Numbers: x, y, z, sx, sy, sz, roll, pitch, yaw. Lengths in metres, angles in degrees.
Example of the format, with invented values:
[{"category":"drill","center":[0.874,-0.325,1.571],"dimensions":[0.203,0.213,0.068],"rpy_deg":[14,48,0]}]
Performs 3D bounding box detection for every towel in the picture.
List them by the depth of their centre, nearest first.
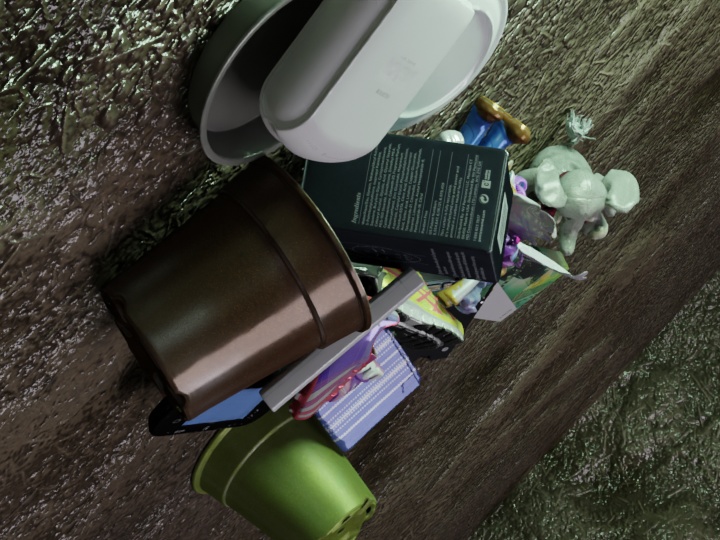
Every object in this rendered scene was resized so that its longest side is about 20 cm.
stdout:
[{"category":"towel","center":[-0.017,0.119,1.861],"dimensions":[0.145,0.024,0.201],"rpy_deg":[-42,123,-14]}]

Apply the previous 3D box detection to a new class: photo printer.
[{"category":"photo printer","center":[0.001,-0.185,1.306],"dimensions":[0.200,0.069,0.166],"rpy_deg":[-52,159,10]}]

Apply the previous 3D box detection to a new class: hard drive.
[{"category":"hard drive","center":[-0.022,0.072,1.534],"dimensions":[0.200,0.027,0.132],"rpy_deg":[-40,179,-5]},{"category":"hard drive","center":[0.090,0.062,2.005],"dimensions":[0.139,0.038,0.200],"rpy_deg":[-9,149,-27]}]

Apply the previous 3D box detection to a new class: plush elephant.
[{"category":"plush elephant","center":[0.288,-0.097,2.015],"dimensions":[0.155,0.163,0.201],"rpy_deg":[-93,-167,-58]}]

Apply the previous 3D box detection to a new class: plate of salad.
[{"category":"plate of salad","center":[0.067,-0.225,1.510],"dimensions":[0.199,0.048,0.201],"rpy_deg":[-30,152,-18]}]

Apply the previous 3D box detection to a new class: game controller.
[{"category":"game controller","center":[-0.145,0.140,1.598],"dimensions":[0.105,0.042,0.199],"rpy_deg":[-51,155,20]}]

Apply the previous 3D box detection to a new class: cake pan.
[{"category":"cake pan","center":[-0.077,-0.183,1.306],"dimensions":[0.200,0.037,0.201],"rpy_deg":[-41,158,-20]}]

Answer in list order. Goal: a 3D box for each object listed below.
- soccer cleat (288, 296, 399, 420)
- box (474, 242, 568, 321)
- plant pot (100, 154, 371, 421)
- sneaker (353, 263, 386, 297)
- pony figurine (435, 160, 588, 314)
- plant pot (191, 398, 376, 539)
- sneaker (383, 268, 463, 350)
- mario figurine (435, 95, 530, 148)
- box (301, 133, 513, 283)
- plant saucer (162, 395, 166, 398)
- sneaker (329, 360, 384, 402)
[{"category":"soccer cleat","center":[-0.024,0.106,1.677],"dimensions":[0.067,0.076,0.201],"rpy_deg":[-90,-158,-49]},{"category":"box","center":[0.184,0.014,2.077],"dimensions":[0.144,0.037,0.199],"rpy_deg":[-40,151,30]},{"category":"plant pot","center":[-0.124,0.027,1.392],"dimensions":[0.198,0.201,0.201],"rpy_deg":[-34,157,-15]},{"category":"sneaker","center":[0.000,0.000,1.720],"dimensions":[0.199,0.090,0.067],"rpy_deg":[-21,148,-51]},{"category":"pony figurine","center":[0.172,-0.037,1.872],"dimensions":[0.200,0.193,0.167],"rpy_deg":[-42,142,-9]},{"category":"plant pot","center":[-0.083,0.278,1.915],"dimensions":[0.200,0.190,0.200],"rpy_deg":[-41,159,-20]},{"category":"sneaker","center":[0.066,0.037,1.848],"dimensions":[0.078,0.091,0.200],"rpy_deg":[-17,147,33]},{"category":"mario figurine","center":[0.126,-0.100,1.758],"dimensions":[0.201,0.123,0.106],"rpy_deg":[-55,180,7]},{"category":"box","center":[0.049,-0.065,1.496],"dimensions":[0.148,0.198,0.108],"rpy_deg":[59,40,-76]},{"category":"plant saucer","center":[-0.140,0.078,1.615],"dimensions":[0.200,0.051,0.201],"rpy_deg":[-35,157,-17]},{"category":"sneaker","center":[-0.051,0.098,1.761],"dimensions":[0.088,0.081,0.200],"rpy_deg":[-39,139,4]}]
